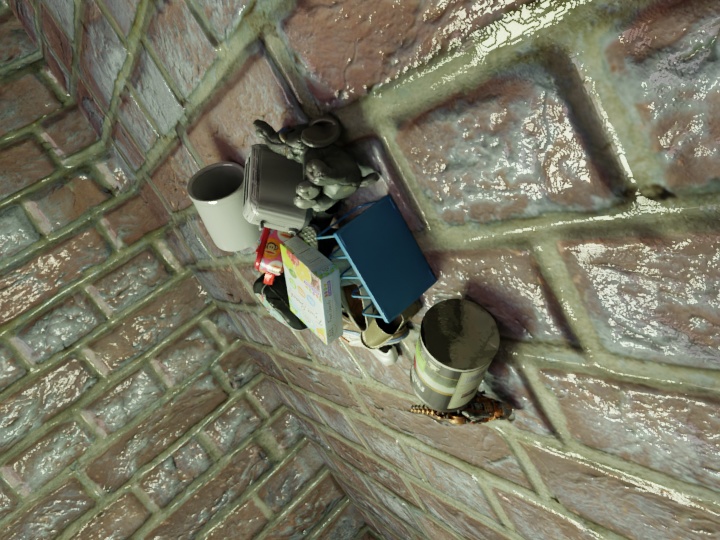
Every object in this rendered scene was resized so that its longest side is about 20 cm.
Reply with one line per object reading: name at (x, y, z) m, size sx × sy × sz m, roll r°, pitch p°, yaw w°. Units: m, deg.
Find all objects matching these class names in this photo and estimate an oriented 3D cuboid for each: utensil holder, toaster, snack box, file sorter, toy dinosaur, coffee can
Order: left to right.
utensil holder at (-0.377, -0.180, 1.552) m, size 0.170 × 0.170 × 0.201 m, roll 35°, pitch 154°, yaw 33°
toaster at (-0.168, -0.176, 1.108) m, size 0.114 × 0.128 × 0.202 m, roll 154°, pitch 120°, yaw -66°
snack box at (-0.101, 0.043, 1.150) m, size 0.142 × 0.053 × 0.201 m, roll 40°, pitch 147°, yaw 36°
file sorter at (0.027, -0.022, 1.073) m, size 0.201 × 0.139 × 0.122 m, roll 59°, pitch 156°, yaw -15°
coffee can at (0.177, 0.169, 1.058) m, size 0.146 × 0.146 × 0.201 m, roll 41°, pitch 153°, yaw 24°
toy dinosaur at (0.213, 0.286, 1.156) m, size 0.199 × 0.103 × 0.136 m, roll 20°, pitch -178°, yaw 1°

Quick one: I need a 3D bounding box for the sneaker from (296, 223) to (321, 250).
sneaker at (-0.088, -0.035, 1.282) m, size 0.076 × 0.146 × 0.204 m, roll 18°, pitch 123°, yaw 25°

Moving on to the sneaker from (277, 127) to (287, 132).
sneaker at (-0.171, -0.223, 1.225) m, size 0.070 × 0.078 × 0.201 m, roll 37°, pitch 152°, yaw 31°

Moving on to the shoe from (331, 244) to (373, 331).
shoe at (-0.015, 0.039, 1.151) m, size 0.069 × 0.053 × 0.201 m, roll -12°, pitch 114°, yaw 15°

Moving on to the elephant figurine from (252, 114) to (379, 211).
elephant figurine at (-0.088, -0.227, 1.029) m, size 0.141 × 0.155 × 0.201 m, roll -37°, pitch 61°, yaw 33°

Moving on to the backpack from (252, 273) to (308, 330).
backpack at (-0.191, 0.064, 1.538) m, size 0.200 × 0.178 × 0.150 m, roll 51°, pitch 161°, yaw -23°

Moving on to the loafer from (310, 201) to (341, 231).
loafer at (-0.078, -0.142, 1.179) m, size 0.071 × 0.068 × 0.201 m, roll 53°, pitch 155°, yaw 23°

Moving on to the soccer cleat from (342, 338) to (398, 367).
soccer cleat at (0.021, 0.183, 1.463) m, size 0.199 × 0.069 × 0.078 m, roll 28°, pitch 143°, yaw 30°

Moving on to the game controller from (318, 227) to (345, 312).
game controller at (-0.042, 0.004, 1.193) m, size 0.103 × 0.042 × 0.201 m, roll 7°, pitch 120°, yaw 5°

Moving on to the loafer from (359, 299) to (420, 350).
loafer at (0.053, 0.118, 1.223) m, size 0.076 × 0.067 × 0.200 m, roll 49°, pitch 130°, yaw 11°

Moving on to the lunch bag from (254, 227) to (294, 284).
lunch bag at (-0.195, -0.055, 1.257) m, size 0.081 × 0.178 × 0.200 m, roll 15°, pitch 175°, yaw -8°

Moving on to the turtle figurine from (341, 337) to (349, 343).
turtle figurine at (-0.047, 0.084, 1.438) m, size 0.201 × 0.064 × 0.161 m, roll 63°, pitch 148°, yaw 11°

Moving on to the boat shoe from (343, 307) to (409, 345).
boat shoe at (0.024, 0.131, 1.325) m, size 0.199 × 0.072 × 0.073 m, roll 1°, pitch 119°, yaw 31°
